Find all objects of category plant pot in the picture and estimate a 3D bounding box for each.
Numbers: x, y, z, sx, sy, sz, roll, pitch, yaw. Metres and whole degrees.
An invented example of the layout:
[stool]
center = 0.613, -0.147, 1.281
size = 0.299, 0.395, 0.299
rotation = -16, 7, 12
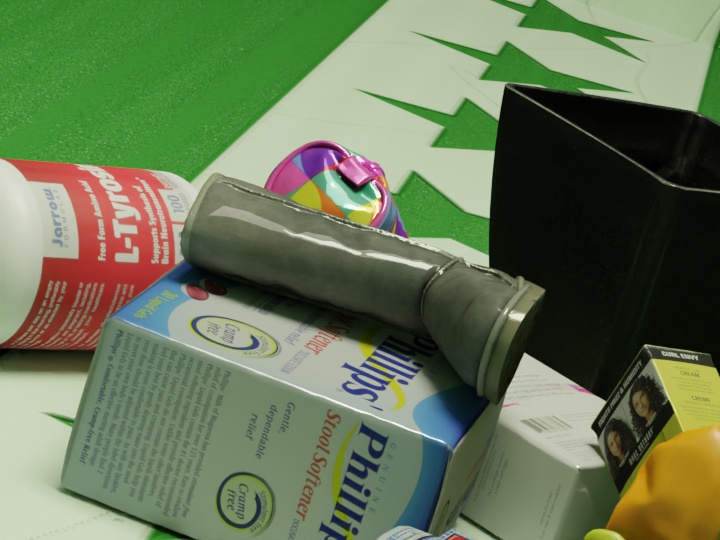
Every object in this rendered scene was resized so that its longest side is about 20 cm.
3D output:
[plant pot]
center = 0.202, -0.006, 1.983
size = 0.199, 0.178, 0.199
rotation = 6, 19, -38

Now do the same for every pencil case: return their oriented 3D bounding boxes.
[pencil case]
center = -0.004, -0.004, 1.754
size = 0.088, 0.089, 0.200
rotation = 24, -17, 20

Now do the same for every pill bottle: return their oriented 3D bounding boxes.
[pill bottle]
center = -0.192, -0.009, 1.678
size = 0.199, 0.113, 0.112
rotation = 3, 22, -43

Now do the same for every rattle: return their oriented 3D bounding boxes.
[rattle]
center = 0.099, 0.150, 1.425
size = 0.199, 0.143, 0.131
rotation = 14, 33, -35

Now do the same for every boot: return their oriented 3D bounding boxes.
[boot]
center = -0.001, 0.002, 1.545
size = 0.199, 0.073, 0.182
rotation = 25, 2, 1

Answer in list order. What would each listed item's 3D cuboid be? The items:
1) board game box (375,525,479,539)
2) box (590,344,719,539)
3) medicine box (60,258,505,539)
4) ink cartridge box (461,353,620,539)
[board game box]
center = 0.018, 0.178, 1.300
size = 0.199, 0.062, 0.200
rotation = 21, 32, 25
[box]
center = 0.190, 0.138, 1.547
size = 0.050, 0.075, 0.201
rotation = 8, 42, -28
[medicine box]
center = -0.036, 0.083, 1.553
size = 0.199, 0.104, 0.182
rotation = 20, 16, 8
[ink cartridge box]
center = 0.084, 0.098, 1.697
size = 0.200, 0.068, 0.115
rotation = 31, 21, 37
